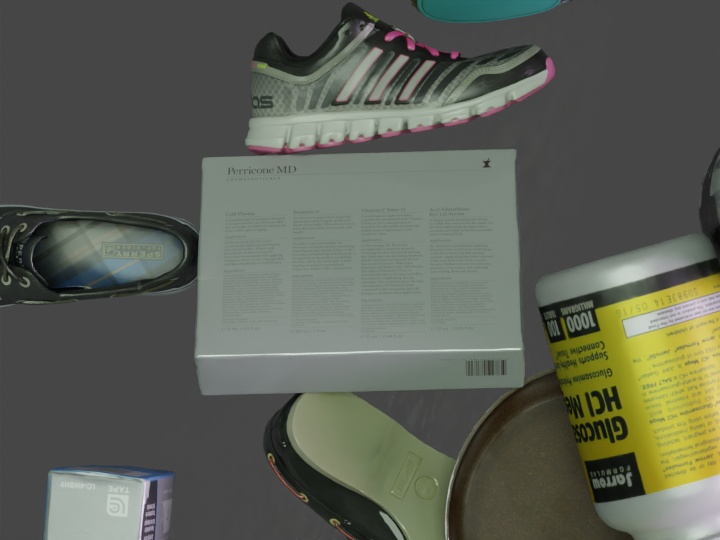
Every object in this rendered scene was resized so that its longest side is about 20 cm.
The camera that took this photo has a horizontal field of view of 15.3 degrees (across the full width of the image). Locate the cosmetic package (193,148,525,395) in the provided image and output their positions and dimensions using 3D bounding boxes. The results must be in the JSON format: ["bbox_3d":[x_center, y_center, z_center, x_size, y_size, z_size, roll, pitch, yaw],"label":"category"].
[{"bbox_3d":[0.000,0.000,1.653,0.199,0.052,0.151,-1,58,3],"label":"cosmetic package"}]

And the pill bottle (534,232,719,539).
[{"bbox_3d":[0.182,0.086,1.604,0.112,0.112,0.200,-16,88,2],"label":"pill bottle"}]

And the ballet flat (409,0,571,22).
[{"bbox_3d":[0.126,-0.203,1.689,0.199,0.074,0.074,-8,87,-1],"label":"ballet flat"}]

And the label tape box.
[{"bbox_3d":[-0.158,0.221,1.635,0.066,0.143,0.201,3,87,3],"label":"label tape box"}]

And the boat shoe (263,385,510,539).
[{"bbox_3d":[0.027,0.147,1.675,0.201,0.063,0.074,39,63,-9],"label":"boat shoe"}]

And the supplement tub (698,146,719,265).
[{"bbox_3d":[0.267,-0.041,1.601,0.122,0.200,0.123,0,87,2],"label":"supplement tub"}]

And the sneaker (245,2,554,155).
[{"bbox_3d":[0.020,-0.128,1.679,0.199,0.074,0.088,-10,93,7],"label":"sneaker"}]

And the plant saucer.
[{"bbox_3d":[0.144,0.157,1.660,0.200,0.032,0.201,1,85,-15],"label":"plant saucer"}]

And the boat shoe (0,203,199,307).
[{"bbox_3d":[-0.197,-0.008,1.686,0.199,0.066,0.070,2,87,2],"label":"boat shoe"}]
